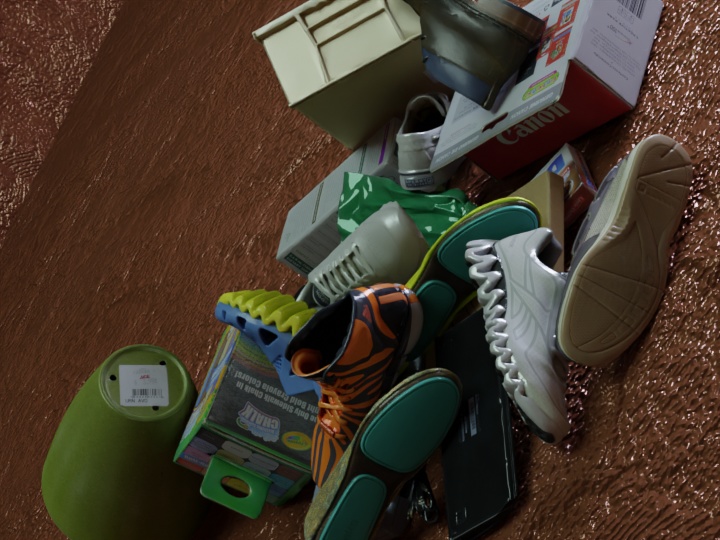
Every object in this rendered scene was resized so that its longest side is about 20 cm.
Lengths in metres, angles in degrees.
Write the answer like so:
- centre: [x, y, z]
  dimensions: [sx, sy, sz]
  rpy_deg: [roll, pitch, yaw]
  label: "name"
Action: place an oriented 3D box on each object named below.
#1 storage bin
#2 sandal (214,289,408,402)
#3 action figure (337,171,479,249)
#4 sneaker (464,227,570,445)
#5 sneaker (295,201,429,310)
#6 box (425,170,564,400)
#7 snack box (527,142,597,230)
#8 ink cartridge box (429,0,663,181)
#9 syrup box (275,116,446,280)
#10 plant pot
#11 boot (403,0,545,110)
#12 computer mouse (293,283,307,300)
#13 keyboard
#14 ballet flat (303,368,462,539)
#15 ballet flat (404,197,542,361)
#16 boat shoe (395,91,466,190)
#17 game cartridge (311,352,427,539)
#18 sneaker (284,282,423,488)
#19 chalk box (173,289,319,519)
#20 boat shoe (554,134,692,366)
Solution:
- centre: [0.027, -0.223, 1.693]
  dimensions: [0.198, 0.200, 0.094]
  rpy_deg: [-27, 70, 13]
  label: "storage bin"
- centre: [-0.056, 0.079, 1.514]
  dimensions: [0.200, 0.079, 0.087]
  rpy_deg: [26, 108, 27]
  label: "sandal"
- centre: [0.057, -0.044, 1.622]
  dimensions: [0.200, 0.055, 0.119]
  rpy_deg: [-1, 89, 47]
  label: "action figure"
- centre: [0.140, 0.045, 1.301]
  dimensions: [0.081, 0.075, 0.201]
  rpy_deg: [-20, 51, 10]
  label: "sneaker"
- centre: [0.000, 0.000, 1.564]
  dimensions: [0.080, 0.077, 0.200]
  rpy_deg: [-27, -10, -28]
  label: "sneaker"
- centre: [0.116, 0.029, 1.428]
  dimensions: [0.163, 0.021, 0.201]
  rpy_deg: [-34, 40, 43]
  label: "box"
- centre: [0.136, -0.023, 1.492]
  dimensions: [0.200, 0.024, 0.072]
  rpy_deg: [-48, 27, 23]
  label: "snack box"
- centre: [0.171, -0.169, 1.537]
  dimensions: [0.200, 0.084, 0.176]
  rpy_deg: [-27, 35, 52]
  label: "ink cartridge box"
- centre: [0.002, -0.068, 1.766]
  dimensions: [0.200, 0.079, 0.082]
  rpy_deg: [-39, 27, 39]
  label: "syrup box"
- centre: [-0.232, 0.171, 1.707]
  dimensions: [0.200, 0.186, 0.188]
  rpy_deg: [109, 176, -51]
  label: "plant pot"
- centre: [0.068, -0.226, 1.530]
  dimensions: [0.200, 0.075, 0.097]
  rpy_deg: [28, 95, 32]
  label: "boot"
- centre: [-0.077, 0.105, 1.777]
  dimensions: [0.059, 0.034, 0.201]
  rpy_deg: [15, 79, 50]
  label: "computer mouse"
- centre: [0.082, 0.134, 1.358]
  dimensions: [0.127, 0.021, 0.201]
  rpy_deg: [-36, 41, 37]
  label: "keyboard"
- centre: [0.013, 0.158, 1.367]
  dimensions: [0.200, 0.071, 0.071]
  rpy_deg: [-59, 21, 9]
  label: "ballet flat"
- centre: [0.082, -0.004, 1.427]
  dimensions: [0.200, 0.067, 0.067]
  rpy_deg: [-49, 17, 27]
  label: "ballet flat"
- centre: [0.076, -0.147, 1.654]
  dimensions: [0.071, 0.070, 0.200]
  rpy_deg: [-5, 22, 21]
  label: "boat shoe"
- centre: [0.013, 0.166, 1.489]
  dimensions: [0.133, 0.041, 0.201]
  rpy_deg: [-26, 37, 47]
  label: "game cartridge"
- centre: [-0.025, 0.102, 1.398]
  dimensions: [0.077, 0.112, 0.201]
  rpy_deg: [26, 108, 37]
  label: "sneaker"
- centre: [-0.097, 0.147, 1.600]
  dimensions: [0.124, 0.124, 0.201]
  rpy_deg: [-49, 17, 60]
  label: "chalk box"
- centre: [0.202, -0.012, 1.291]
  dimensions: [0.201, 0.072, 0.065]
  rpy_deg: [-68, 12, -17]
  label: "boat shoe"
